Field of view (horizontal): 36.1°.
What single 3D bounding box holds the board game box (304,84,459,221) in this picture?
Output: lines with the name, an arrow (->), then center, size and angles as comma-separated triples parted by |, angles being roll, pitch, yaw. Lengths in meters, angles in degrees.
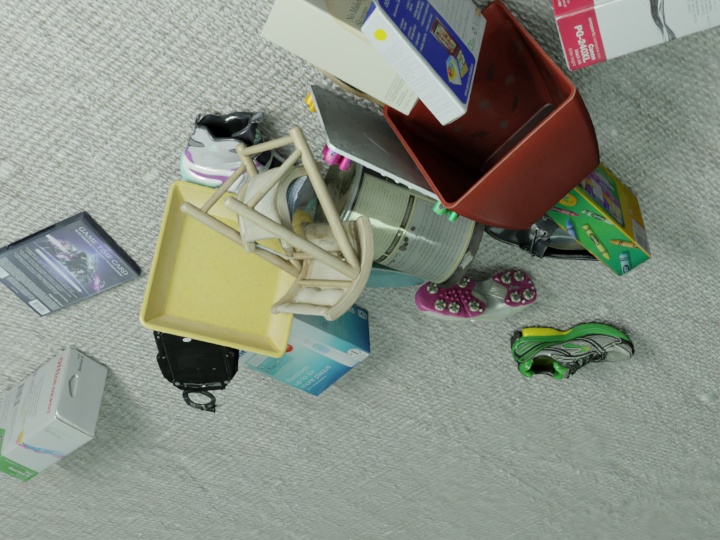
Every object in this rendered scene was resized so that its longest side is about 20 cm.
board game box -> 0.028, -0.149, 1.396 | 0.198, 0.201, 0.026 | 24, 114, -22

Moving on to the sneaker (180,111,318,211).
sneaker -> -0.136, -0.156, 1.478 | 0.196, 0.079, 0.141 | 13, 136, -13

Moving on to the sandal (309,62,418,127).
sandal -> 0.016, -0.251, 1.397 | 0.210, 0.078, 0.070 | 32, 109, -36

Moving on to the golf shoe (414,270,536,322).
golf shoe -> 0.169, 0.053, 1.681 | 0.196, 0.076, 0.092 | -2, 151, -20

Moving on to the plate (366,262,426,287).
plate -> 0.000, 0.000, 1.622 | 0.196, 0.026, 0.200 | 3, 172, 0

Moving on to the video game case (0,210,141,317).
video game case -> -0.455, -0.006, 1.681 | 0.197, 0.019, 0.143 | -21, 133, 20

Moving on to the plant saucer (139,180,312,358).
plant saucer -> -0.179, 0.001, 1.482 | 0.196, 0.204, 0.048 | 13, 168, -8

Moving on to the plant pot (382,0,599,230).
plant pot -> 0.181, -0.167, 1.366 | 0.200, 0.201, 0.176 | -41, 139, 14

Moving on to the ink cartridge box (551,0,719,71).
ink cartridge box -> 0.315, -0.325, 1.247 | 0.197, 0.147, 0.084 | -14, 135, 15

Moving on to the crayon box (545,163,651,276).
crayon box -> 0.311, -0.096, 1.508 | 0.058, 0.120, 0.199 | -34, 127, 31

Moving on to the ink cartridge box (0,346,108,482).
ink cartridge box -> -0.522, 0.241, 1.847 | 0.087, 0.147, 0.199 | 34, 127, -32

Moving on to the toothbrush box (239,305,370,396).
toothbrush box -> -0.103, 0.098, 1.732 | 0.198, 0.086, 0.146 | 28, 130, -30

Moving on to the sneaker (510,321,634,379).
sneaker -> 0.343, 0.141, 1.781 | 0.196, 0.086, 0.079 | -5, 137, 5

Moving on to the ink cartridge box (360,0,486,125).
ink cartridge box -> 0.059, -0.294, 1.228 | 0.047, 0.199, 0.200 | -27, 120, 35

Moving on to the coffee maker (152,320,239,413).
coffee maker -> -0.234, 0.064, 1.620 | 0.132, 0.202, 0.193 | 15, 134, -13

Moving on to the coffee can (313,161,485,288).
coffee can -> 0.053, -0.076, 1.510 | 0.197, 0.148, 0.147 | 19, 134, -19

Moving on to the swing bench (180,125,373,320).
swing bench -> -0.091, -0.051, 1.357 | 0.200, 0.130, 0.198 | 48, 161, -19

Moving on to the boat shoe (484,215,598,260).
boat shoe -> 0.271, -0.047, 1.598 | 0.196, 0.067, 0.075 | 11, 136, -11

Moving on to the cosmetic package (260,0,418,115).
cosmetic package -> -0.006, -0.279, 1.299 | 0.198, 0.104, 0.073 | 27, 131, -8
